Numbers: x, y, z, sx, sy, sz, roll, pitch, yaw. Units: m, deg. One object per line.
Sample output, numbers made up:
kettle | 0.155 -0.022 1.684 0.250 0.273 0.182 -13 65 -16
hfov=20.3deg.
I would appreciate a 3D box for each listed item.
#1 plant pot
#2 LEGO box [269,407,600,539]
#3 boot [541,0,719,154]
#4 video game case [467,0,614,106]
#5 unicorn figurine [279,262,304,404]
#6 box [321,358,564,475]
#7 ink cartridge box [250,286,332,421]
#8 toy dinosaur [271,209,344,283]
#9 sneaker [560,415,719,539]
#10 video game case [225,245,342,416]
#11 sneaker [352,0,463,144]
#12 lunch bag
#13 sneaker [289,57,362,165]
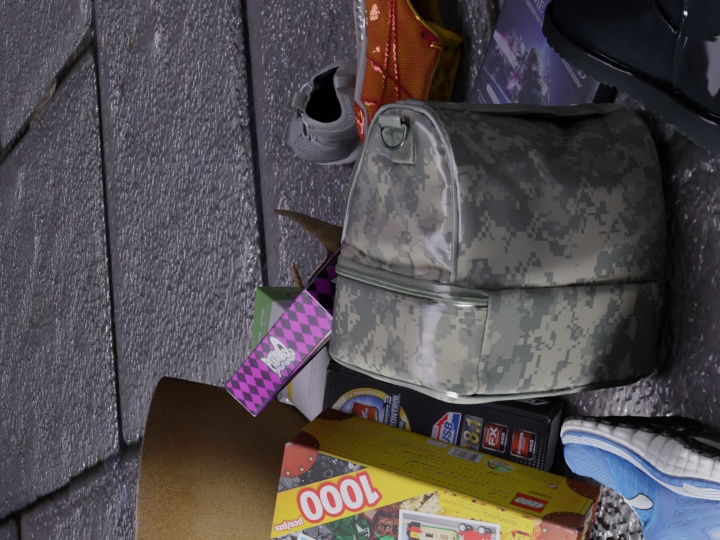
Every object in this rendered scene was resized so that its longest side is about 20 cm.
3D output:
plant pot | -0.055 0.178 1.505 0.186 0.198 0.188 3 -90 -87
LEGO box | 0.043 0.194 1.319 0.077 0.198 0.150 -35 -42 -66
boot | 0.185 -0.178 1.136 0.200 0.076 0.169 45 134 50
video game case | 0.112 -0.098 1.382 0.143 0.019 0.201 -114 34 -43
unicorn figurine | -0.039 0.117 1.650 0.200 0.137 0.074 48 176 28
box | 0.045 0.168 1.378 0.044 0.159 0.202 -36 -43 -66
ink cartridge box | 0.004 0.072 1.508 0.200 0.116 0.068 -144 59 -62
toy dinosaur | -0.001 -0.021 1.520 0.058 0.101 0.200 57 180 15
sneaker | 0.175 0.133 1.163 0.200 0.078 0.090 -162 76 -65
video game case | 0.000 0.000 1.356 0.036 0.181 0.200 44 151 1
sneaker | 0.038 -0.141 1.482 0.077 0.073 0.202 -7 86 28
lunch bag | 0.088 -0.019 1.215 0.139 0.199 0.169 18 105 51
sneaker | -0.022 -0.136 1.614 0.200 0.081 0.075 149 119 -63
